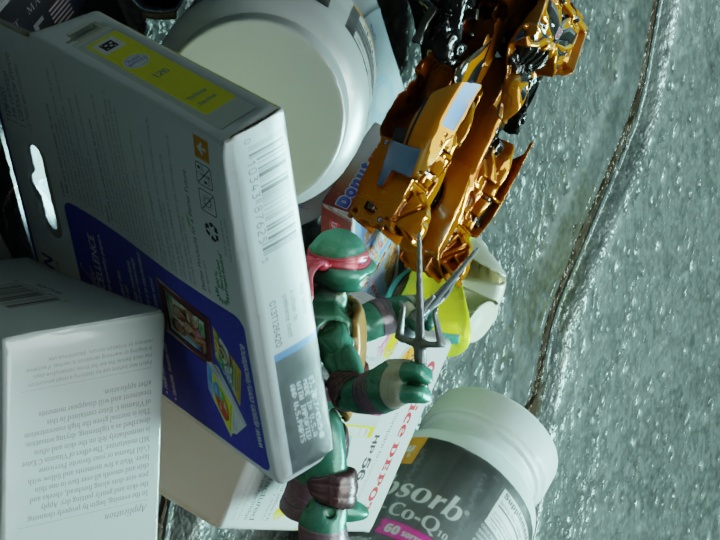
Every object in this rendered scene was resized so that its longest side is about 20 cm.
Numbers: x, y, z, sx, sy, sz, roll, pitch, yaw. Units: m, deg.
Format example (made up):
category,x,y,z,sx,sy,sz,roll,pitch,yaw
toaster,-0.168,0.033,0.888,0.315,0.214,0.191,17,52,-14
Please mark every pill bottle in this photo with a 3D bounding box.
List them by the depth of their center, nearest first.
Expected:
category,x,y,z,sx,sy,sz,roll,pitch,yaw
pill bottle,-0.050,-0.095,1.415,0.200,0.115,0.117,-78,174,-78
pill bottle,0.045,0.178,1.773,0.200,0.116,0.117,-55,143,-37

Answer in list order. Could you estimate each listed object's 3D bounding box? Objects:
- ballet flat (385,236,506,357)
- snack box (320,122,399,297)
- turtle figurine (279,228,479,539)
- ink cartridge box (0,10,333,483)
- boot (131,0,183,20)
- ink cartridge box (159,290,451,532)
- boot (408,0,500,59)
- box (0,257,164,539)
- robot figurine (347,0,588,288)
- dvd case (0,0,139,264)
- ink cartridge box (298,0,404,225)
category,x,y,z,sx,sy,sz,roll,pitch,yaw
ballet flat,0.058,0.012,1.740,0.200,0.067,0.067,-59,162,-70
snack box,0.000,0.000,1.678,0.072,0.024,0.201,-57,162,-33
turtle figurine,-0.004,0.051,1.387,0.150,0.100,0.201,-66,167,-66
ink cartridge box,-0.098,-0.022,1.318,0.047,0.200,0.199,-30,130,-26
boot,-0.106,-0.226,1.379,0.097,0.074,0.201,-99,-178,-65
ink cartridge box,-0.051,0.064,1.542,0.200,0.125,0.129,11,105,-61
boot,0.055,-0.154,1.676,0.200,0.073,0.152,-68,150,-69
box,-0.172,0.108,1.344,0.097,0.124,0.202,-9,109,-40
robot figurine,0.070,-0.097,1.602,0.201,0.058,0.145,-62,152,-6
dvd case,-0.162,-0.077,1.412,0.151,0.025,0.201,-55,144,-29
ink cartridge box,-0.048,-0.091,1.597,0.200,0.047,0.161,-57,144,-36
